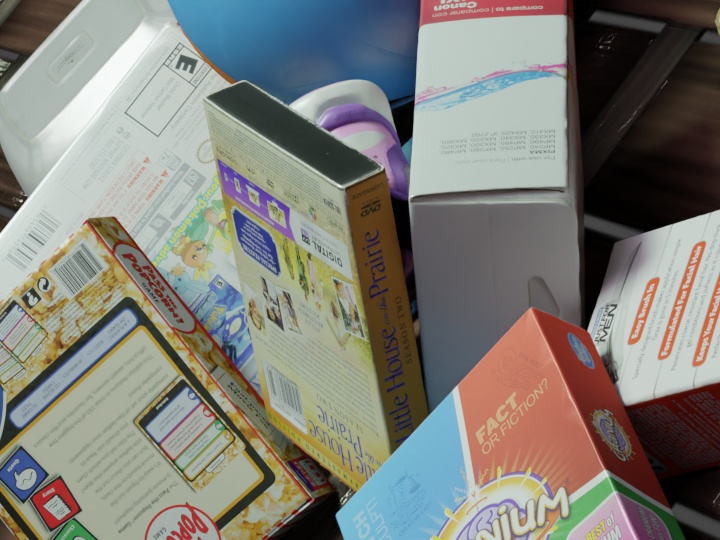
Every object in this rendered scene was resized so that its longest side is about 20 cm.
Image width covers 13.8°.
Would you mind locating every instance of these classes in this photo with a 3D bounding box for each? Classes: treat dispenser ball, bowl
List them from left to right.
[{"bbox_3d":[-0.185,-0.133,2.165,0.200,0.075,0.200,-46,27,3],"label":"bowl"},{"bbox_3d":[-0.014,-0.186,1.661,0.201,0.201,0.201,-36,28,24],"label":"treat dispenser ball"}]

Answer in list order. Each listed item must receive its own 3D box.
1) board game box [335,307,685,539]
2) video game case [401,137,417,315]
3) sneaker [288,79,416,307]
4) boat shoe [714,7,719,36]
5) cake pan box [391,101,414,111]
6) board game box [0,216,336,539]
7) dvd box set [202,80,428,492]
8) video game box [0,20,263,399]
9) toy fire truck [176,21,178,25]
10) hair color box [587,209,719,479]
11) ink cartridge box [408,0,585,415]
[{"bbox_3d":[0.073,0.138,1.354,0.153,0.040,0.200,-48,38,23],"label":"board game box"},{"bbox_3d":[-0.020,0.021,1.760,0.200,0.018,0.143,-44,26,9],"label":"video game case"},{"bbox_3d":[0.000,0.000,1.596,0.080,0.200,0.089,-20,44,-18],"label":"sneaker"},{"bbox_3d":[0.246,-0.204,1.588,0.200,0.076,0.072,-52,26,-7],"label":"boat shoe"},{"bbox_3d":[0.045,-0.196,1.797,0.184,0.052,0.201,-11,82,59],"label":"cake pan box"},{"bbox_3d":[-0.135,0.094,1.646,0.151,0.200,0.046,-41,-8,14],"label":"board game box"},{"bbox_3d":[-0.019,0.016,1.524,0.029,0.200,0.146,-23,31,-22],"label":"dvd box set"},{"bbox_3d":[-0.096,-0.011,1.710,0.200,0.182,0.047,-52,-11,-8],"label":"video game box"},{"bbox_3d":[-0.084,-0.059,1.842,0.168,0.112,0.200,108,-177,-60],"label":"toy fire truck"},{"bbox_3d":[0.193,0.024,1.377,0.200,0.064,0.111,-17,42,46],"label":"hair color box"},{"bbox_3d":[0.072,-0.040,1.534,0.083,0.146,0.200,-2,37,5],"label":"ink cartridge box"}]
